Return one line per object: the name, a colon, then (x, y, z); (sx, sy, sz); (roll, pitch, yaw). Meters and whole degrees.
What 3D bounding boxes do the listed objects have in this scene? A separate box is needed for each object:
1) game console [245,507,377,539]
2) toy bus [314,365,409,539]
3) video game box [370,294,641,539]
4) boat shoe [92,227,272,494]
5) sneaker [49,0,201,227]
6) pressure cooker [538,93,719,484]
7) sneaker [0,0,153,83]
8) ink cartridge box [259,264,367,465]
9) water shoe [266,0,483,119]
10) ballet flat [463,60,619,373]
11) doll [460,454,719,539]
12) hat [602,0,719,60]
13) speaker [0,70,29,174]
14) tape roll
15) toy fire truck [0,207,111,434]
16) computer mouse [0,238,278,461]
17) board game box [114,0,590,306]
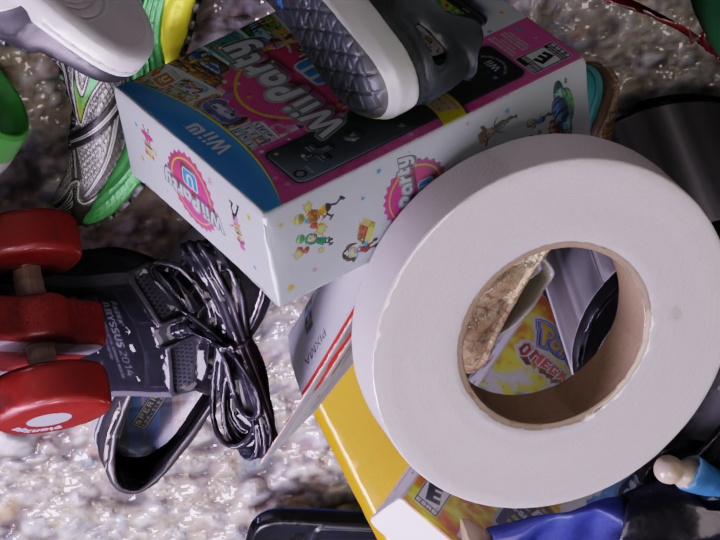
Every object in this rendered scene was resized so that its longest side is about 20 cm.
game console: (0.018, 0.250, 1.767); (0.200, 0.118, 0.171); (3, 137, -13)
toy bus: (0.039, 0.136, 1.663); (0.065, 0.078, 0.200); (-26, 93, 12)
video game box: (0.131, 0.141, 1.622); (0.200, 0.182, 0.047); (40, 141, -5)
boat shoe: (-0.102, 0.053, 1.624); (0.070, 0.066, 0.200); (22, 122, -25)
sneaker: (-0.139, -0.116, 1.487); (0.085, 0.078, 0.200); (11, 117, -10)
pressure cooker: (0.195, 0.020, 1.565); (0.179, 0.200, 0.176); (-20, 128, 6)
sneaker: (-0.206, -0.140, 1.420); (0.200, 0.073, 0.112); (39, 123, 3)
ink cartridge box: (0.000, 0.000, 1.521); (0.047, 0.200, 0.160); (35, 121, 5)
water shoe: (-0.010, -0.164, 1.411); (0.079, 0.200, 0.072); (-21, 159, -24)
ballet flat: (0.091, -0.025, 1.525); (0.065, 0.071, 0.200); (26, 108, -36)
doll: (0.156, 0.150, 1.526); (0.200, 0.048, 0.137); (-11, 143, -7)
hat: (0.200, -0.158, 1.535); (0.166, 0.176, 0.200); (-57, 135, -12)
speaker: (-0.275, -0.039, 1.509); (0.200, 0.088, 0.088); (-39, 125, 20)
tape roll: (0.095, 0.027, 1.418); (0.203, 0.037, 0.203); (-9, 117, -17)
toy fire truck: (-0.241, 0.044, 1.492); (0.200, 0.112, 0.168); (2, 159, -45)
computer mouse: (-0.131, 0.033, 1.572); (0.200, 0.053, 0.139); (3, 119, 33)
board game box: (-0.003, -0.080, 1.437); (0.200, 0.148, 0.064); (-28, 134, -22)
